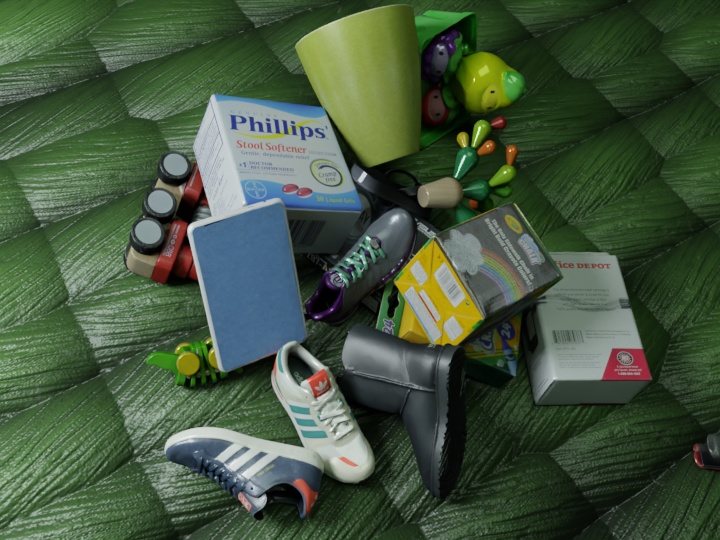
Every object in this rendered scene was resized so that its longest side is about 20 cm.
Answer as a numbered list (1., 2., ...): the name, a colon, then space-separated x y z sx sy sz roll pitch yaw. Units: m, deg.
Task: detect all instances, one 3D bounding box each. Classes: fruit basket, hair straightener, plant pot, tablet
1. fruit basket: 0.157 -0.304 1.234 0.154 0.217 0.216 -34 67 -26
2. hair straightener: 0.555 0.250 1.013 0.196 0.078 0.042 12 54 -1
3. plant pot: 0.018 -0.262 1.134 0.184 0.187 0.204 -19 96 -19
4. tablet: -0.138 0.020 0.961 0.128 0.204 0.014 -19 25 -25

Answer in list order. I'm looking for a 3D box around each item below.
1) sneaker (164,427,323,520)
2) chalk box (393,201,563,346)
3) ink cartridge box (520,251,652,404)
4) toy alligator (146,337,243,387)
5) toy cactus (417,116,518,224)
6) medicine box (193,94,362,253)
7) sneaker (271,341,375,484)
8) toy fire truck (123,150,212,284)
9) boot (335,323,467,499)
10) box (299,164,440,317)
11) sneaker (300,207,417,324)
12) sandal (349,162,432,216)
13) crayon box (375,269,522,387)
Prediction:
1. sneaker: -0.144 0.249 0.914 0.196 0.076 0.086 10 52 -2
2. chalk box: 0.168 0.004 1.001 0.198 0.124 0.126 -22 73 -34
3. ink cartridge box: 0.307 0.081 1.081 0.142 0.084 0.203 1 57 -8
4. toy alligator: -0.181 0.119 1.009 0.196 0.059 0.055 -10 102 -17
5. toy cactus: 0.157 -0.126 1.145 0.162 0.204 0.102 -9 27 -27
6. medicine box: -0.118 -0.132 1.061 0.179 0.103 0.203 0 55 -32
7. sneaker: -0.050 0.176 0.963 0.070 0.094 0.201 -27 65 -23
8. toy fire truck: -0.216 -0.060 1.088 0.197 0.129 0.179 23 59 -15
9. boot: 0.050 0.177 0.982 0.165 0.205 0.076 7 13 33
10. box: 0.006 -0.048 1.144 0.199 0.044 0.160 38 61 16
11. sneaker: 0.000 0.000 1.025 0.074 0.087 0.201 43 106 14
12. sandal: 0.059 -0.125 1.127 0.076 0.199 0.043 41 104 27
13. crayon box: 0.127 0.065 1.054 0.197 0.052 0.128 23 56 -12
